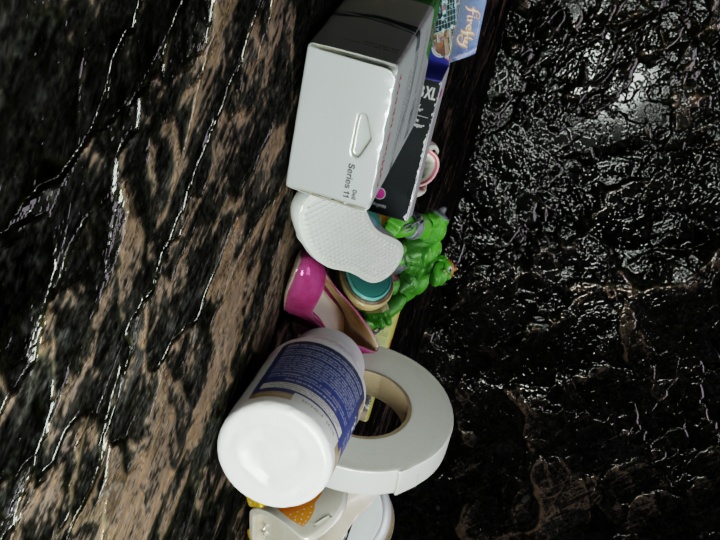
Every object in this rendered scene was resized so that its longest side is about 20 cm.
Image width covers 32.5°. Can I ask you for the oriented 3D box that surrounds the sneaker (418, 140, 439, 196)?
[{"bbox_3d":[0.038,-0.116,1.422,0.200,0.104,0.076,31,73,-84],"label":"sneaker"}]

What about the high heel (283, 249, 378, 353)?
[{"bbox_3d":[-0.026,0.039,1.288,0.200,0.096,0.067,92,16,-63],"label":"high heel"}]

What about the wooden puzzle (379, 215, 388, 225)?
[{"bbox_3d":[0.023,-0.044,1.628,0.185,0.037,0.200,-44,150,-58],"label":"wooden puzzle"}]

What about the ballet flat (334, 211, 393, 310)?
[{"bbox_3d":[0.000,0.000,1.422,0.200,0.069,0.063,-87,-158,-57],"label":"ballet flat"}]

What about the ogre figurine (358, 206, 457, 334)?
[{"bbox_3d":[0.055,-0.010,1.563,0.120,0.098,0.200,-30,130,-39],"label":"ogre figurine"}]

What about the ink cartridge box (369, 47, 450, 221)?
[{"bbox_3d":[0.030,-0.159,1.293,0.037,0.095,0.200,-47,152,-73],"label":"ink cartridge box"}]

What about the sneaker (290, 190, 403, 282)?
[{"bbox_3d":[-0.031,-0.046,1.239,0.074,0.082,0.200,-52,150,-2],"label":"sneaker"}]

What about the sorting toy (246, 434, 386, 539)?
[{"bbox_3d":[-0.033,0.266,1.419,0.180,0.107,0.200,-35,153,-27],"label":"sorting toy"}]

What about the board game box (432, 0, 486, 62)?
[{"bbox_3d":[0.075,-0.320,1.176,0.035,0.136,0.200,-20,141,-27],"label":"board game box"}]

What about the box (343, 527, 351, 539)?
[{"bbox_3d":[-0.088,0.384,1.529,0.117,0.060,0.200,-33,-154,47],"label":"box"}]

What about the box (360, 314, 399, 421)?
[{"bbox_3d":[0.004,0.111,1.769,0.050,0.075,0.200,46,59,-82],"label":"box"}]

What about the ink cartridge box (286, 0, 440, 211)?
[{"bbox_3d":[0.005,-0.168,1.131,0.200,0.083,0.147,-64,168,-57],"label":"ink cartridge box"}]

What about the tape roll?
[{"bbox_3d":[-0.001,0.155,1.321,0.203,0.202,0.037,-64,168,-53],"label":"tape roll"}]

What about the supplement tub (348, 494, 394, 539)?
[{"bbox_3d":[-0.024,0.358,1.803,0.200,0.145,0.146,77,29,-75],"label":"supplement tub"}]

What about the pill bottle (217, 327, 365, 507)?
[{"bbox_3d":[-0.057,0.133,1.200,0.200,0.111,0.111,-58,163,-65],"label":"pill bottle"}]
